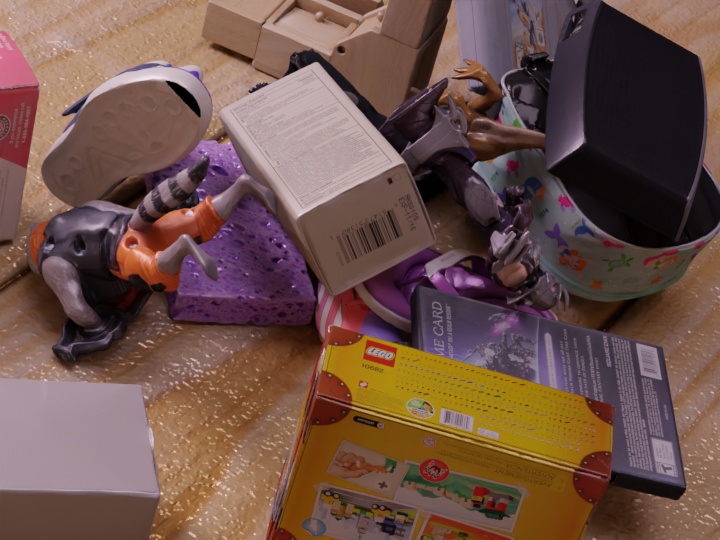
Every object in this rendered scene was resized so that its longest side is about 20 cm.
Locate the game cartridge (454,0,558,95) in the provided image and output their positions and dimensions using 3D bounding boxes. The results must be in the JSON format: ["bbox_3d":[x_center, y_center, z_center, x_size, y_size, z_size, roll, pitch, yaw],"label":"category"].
[{"bbox_3d":[0.134,-0.216,1.749,0.041,0.133,0.200,-2,-2,24],"label":"game cartridge"}]

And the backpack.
[{"bbox_3d":[0.194,-0.068,1.616,0.177,0.151,0.200,-15,58,-37],"label":"backpack"}]

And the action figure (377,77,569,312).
[{"bbox_3d":[0.095,-0.047,1.476,0.200,0.069,0.130,52,1,-7],"label":"action figure"}]

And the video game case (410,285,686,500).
[{"bbox_3d":[0.133,0.086,1.412,0.200,0.019,0.143,14,41,-13],"label":"video game case"}]

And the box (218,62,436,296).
[{"bbox_3d":[-0.028,-0.073,1.487,0.095,0.078,0.200,-27,34,-5],"label":"box"}]

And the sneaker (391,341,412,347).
[{"bbox_3d":[0.101,0.085,1.467,0.200,0.067,0.091,16,34,-9],"label":"sneaker"}]

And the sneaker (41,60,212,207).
[{"bbox_3d":[-0.154,-0.134,1.512,0.081,0.200,0.146,47,48,-12],"label":"sneaker"}]

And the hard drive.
[{"bbox_3d":[0.214,-0.125,1.544,0.135,0.042,0.200,28,43,-14],"label":"hard drive"}]

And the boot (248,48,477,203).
[{"bbox_3d":[0.016,-0.135,1.681,0.168,0.076,0.200,42,49,15],"label":"boot"}]

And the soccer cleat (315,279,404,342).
[{"bbox_3d":[0.000,0.000,1.518,0.067,0.077,0.200,7,38,-14],"label":"soccer cleat"}]

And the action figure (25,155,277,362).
[{"bbox_3d":[-0.161,-0.035,1.435,0.193,0.105,0.200,-11,35,28],"label":"action figure"}]

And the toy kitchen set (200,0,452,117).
[{"bbox_3d":[-0.007,-0.275,1.776,0.200,0.181,0.163,24,36,10],"label":"toy kitchen set"}]

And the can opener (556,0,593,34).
[{"bbox_3d":[0.232,-0.218,1.894,0.053,0.067,0.200,6,39,-16],"label":"can opener"}]

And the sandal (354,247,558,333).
[{"bbox_3d":[0.082,0.015,1.503,0.203,0.050,0.083,18,48,-33],"label":"sandal"}]

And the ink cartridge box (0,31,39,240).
[{"bbox_3d":[-0.348,-0.091,1.433,0.200,0.147,0.083,-7,43,-30],"label":"ink cartridge box"}]

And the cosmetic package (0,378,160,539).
[{"bbox_3d":[-0.235,0.130,1.255,0.200,0.090,0.107,7,38,-18],"label":"cosmetic package"}]

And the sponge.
[{"bbox_3d":[-0.107,-0.033,1.556,0.111,0.030,0.200,3,39,-18],"label":"sponge"}]

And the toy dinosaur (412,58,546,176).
[{"bbox_3d":[0.100,-0.107,1.544,0.200,0.106,0.060,-3,38,29],"label":"toy dinosaur"}]

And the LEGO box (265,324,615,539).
[{"bbox_3d":[0.052,0.139,1.306,0.200,0.149,0.077,16,37,-3],"label":"LEGO box"}]
